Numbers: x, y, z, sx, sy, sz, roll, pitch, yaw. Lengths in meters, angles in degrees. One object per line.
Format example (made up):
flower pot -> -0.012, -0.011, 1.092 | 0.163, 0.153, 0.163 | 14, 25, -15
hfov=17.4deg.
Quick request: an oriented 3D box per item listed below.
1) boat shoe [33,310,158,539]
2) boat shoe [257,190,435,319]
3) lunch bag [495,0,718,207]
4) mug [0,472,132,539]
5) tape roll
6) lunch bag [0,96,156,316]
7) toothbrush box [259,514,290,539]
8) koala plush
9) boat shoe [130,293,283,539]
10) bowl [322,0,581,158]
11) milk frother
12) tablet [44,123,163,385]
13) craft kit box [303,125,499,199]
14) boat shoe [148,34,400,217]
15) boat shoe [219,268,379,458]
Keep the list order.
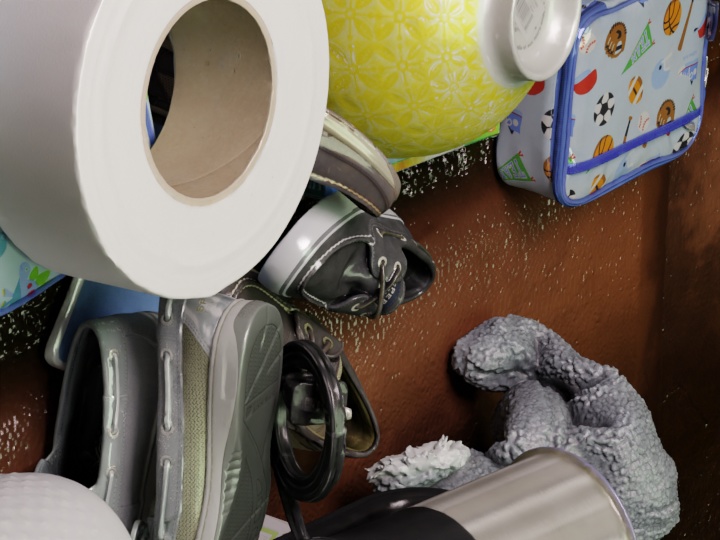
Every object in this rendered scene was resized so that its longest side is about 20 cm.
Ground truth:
boat shoe -> -0.153, 0.117, 1.308 | 0.071, 0.070, 0.201 | 5, 104, -40
boat shoe -> 0.000, 0.000, 1.415 | 0.070, 0.066, 0.200 | -52, 168, 8
lunch bag -> 0.176, -0.132, 1.651 | 0.200, 0.075, 0.161 | -23, 123, -46
mug -> -0.208, 0.202, 1.219 | 0.175, 0.148, 0.200 | -38, 161, -49
tape roll -> -0.099, -0.090, 1.164 | 0.202, 0.071, 0.203 | -22, 117, -51
lunch bag -> -0.180, -0.089, 1.177 | 0.161, 0.082, 0.201 | -38, 131, -38
toothbrush box -> -0.051, 0.276, 1.486 | 0.146, 0.086, 0.200 | -50, 138, -30
koala plush -> 0.089, 0.152, 1.574 | 0.200, 0.184, 0.178 | -21, 119, -35
boat shoe -> -0.089, 0.107, 1.280 | 0.074, 0.065, 0.203 | -35, 137, -62
bowl -> 0.064, -0.157, 1.376 | 0.200, 0.107, 0.201 | -23, 118, -51
milk frother -> 0.041, 0.131, 1.335 | 0.188, 0.180, 0.201 | -18, 129, -41
tablet -> -0.108, -0.025, 1.358 | 0.130, 0.014, 0.201 | 29, 79, -53
craft kit box -> 0.021, -0.163, 1.444 | 0.197, 0.048, 0.201 | -20, 117, -49
boat shoe -> -0.069, -0.077, 1.310 | 0.200, 0.074, 0.073 | 31, 89, -22
boat shoe -> -0.039, 0.056, 1.424 | 0.073, 0.065, 0.200 | -65, 150, -15
